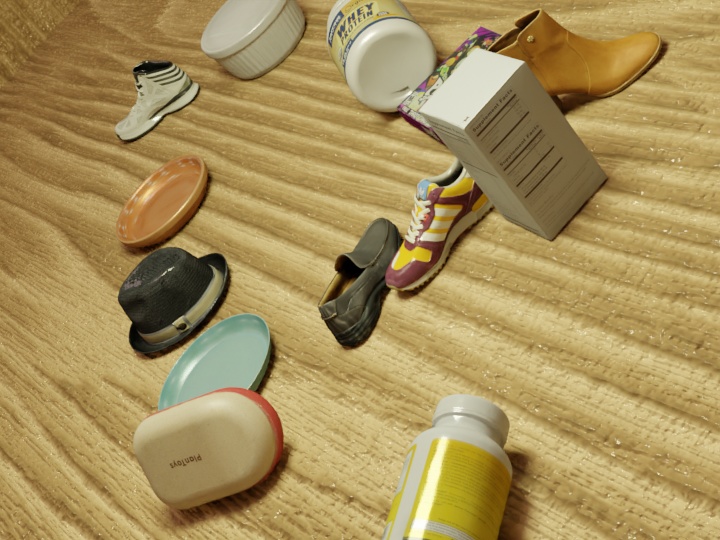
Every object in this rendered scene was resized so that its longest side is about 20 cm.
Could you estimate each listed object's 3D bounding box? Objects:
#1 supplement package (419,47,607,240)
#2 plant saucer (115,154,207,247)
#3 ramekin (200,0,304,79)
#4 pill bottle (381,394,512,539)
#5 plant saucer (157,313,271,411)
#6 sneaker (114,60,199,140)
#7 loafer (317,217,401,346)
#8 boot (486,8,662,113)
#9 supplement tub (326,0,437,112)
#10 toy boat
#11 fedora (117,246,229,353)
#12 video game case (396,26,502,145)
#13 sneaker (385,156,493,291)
[{"bbox_3d":[0.185,-0.153,1.607,0.110,0.200,0.114,-47,32,-7],"label":"supplement package"},{"bbox_3d":[-0.336,-0.114,2.299,0.199,0.037,0.201,-28,34,21],"label":"plant saucer"},{"bbox_3d":[-0.192,-0.443,2.469,0.201,0.094,0.203,-28,34,21],"label":"ramekin"},{"bbox_3d":[0.091,0.230,1.347,0.111,0.112,0.201,-14,42,38],"label":"pill bottle"},{"bbox_3d":[-0.196,0.147,1.846,0.199,0.027,0.201,-28,35,22],"label":"plant saucer"},{"bbox_3d":[-0.420,-0.341,2.583,0.199,0.115,0.076,-30,34,20],"label":"sneaker"},{"bbox_3d":[0.000,0.000,1.755,0.072,0.072,0.201,-17,39,36],"label":"loafer"},{"bbox_3d":[0.273,-0.285,1.719,0.200,0.144,0.071,-30,34,19],"label":"boot"},{"bbox_3d":[0.027,-0.346,2.063,0.144,0.145,0.200,-38,32,7],"label":"supplement tub"},{"bbox_3d":[-0.180,0.212,1.688,0.199,0.132,0.131,-21,9,31],"label":"toy boat"},{"bbox_3d":[-0.298,0.028,2.034,0.199,0.092,0.202,-29,34,22],"label":"fedora"},{"bbox_3d":[0.163,-0.259,1.913,0.181,0.036,0.200,-43,32,-2],"label":"video game case"},{"bbox_3d":[0.088,-0.067,1.720,0.200,0.090,0.075,-49,32,-10],"label":"sneaker"}]
